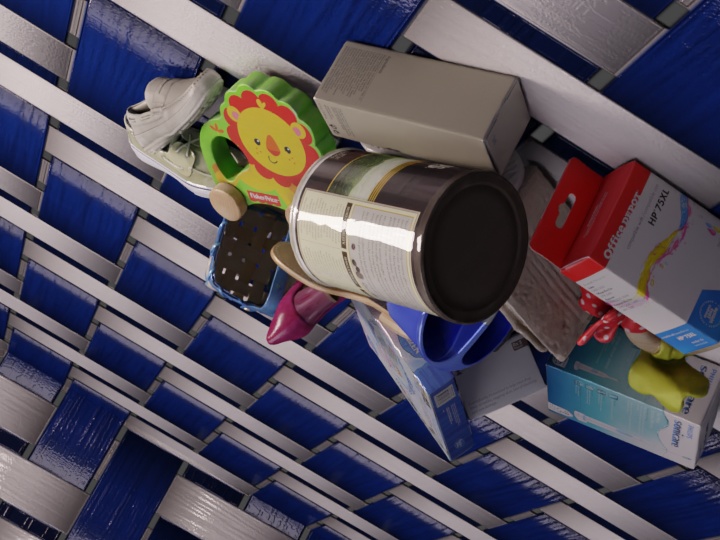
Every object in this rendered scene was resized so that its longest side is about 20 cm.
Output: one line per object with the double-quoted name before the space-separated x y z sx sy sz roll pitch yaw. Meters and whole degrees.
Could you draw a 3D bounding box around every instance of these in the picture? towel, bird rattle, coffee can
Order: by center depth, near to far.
"coffee can" 0.045 -0.038 1.530 0.199 0.147 0.146 14 156 47
"towel" 0.194 -0.004 1.644 0.034 0.133 0.200 16 155 47
"bird rattle" 0.326 0.047 1.652 0.162 0.113 0.200 -22 130 25

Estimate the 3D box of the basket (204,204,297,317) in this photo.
"basket" -0.112 -0.032 1.934 0.138 0.178 0.200 22 171 -14

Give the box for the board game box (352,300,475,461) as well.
"board game box" 0.060 0.109 1.879 0.200 0.043 0.200 54 172 29

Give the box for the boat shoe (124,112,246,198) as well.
"boat shoe" -0.219 -0.146 1.935 0.199 0.072 0.062 21 161 27

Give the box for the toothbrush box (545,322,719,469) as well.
"toothbrush box" 0.332 0.146 1.878 0.199 0.086 0.147 22 158 20

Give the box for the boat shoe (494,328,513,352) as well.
"boat shoe" 0.093 0.038 1.831 0.199 0.067 0.070 27 165 20

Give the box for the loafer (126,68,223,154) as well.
"loafer" -0.224 -0.197 1.823 0.070 0.070 0.200 50 146 -9

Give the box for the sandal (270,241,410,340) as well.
"sandal" 0.002 -0.003 1.770 0.211 0.078 0.070 30 124 9

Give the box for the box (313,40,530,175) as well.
"box" 0.060 -0.161 1.526 0.199 0.083 0.069 19 157 29

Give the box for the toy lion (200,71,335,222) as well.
"toy lion" -0.107 -0.140 1.764 0.199 0.069 0.193 12 136 38

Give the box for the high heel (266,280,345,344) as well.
"high heel" -0.068 0.035 1.877 0.068 0.096 0.200 53 -171 -2

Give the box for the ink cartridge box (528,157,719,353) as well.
"ink cartridge box" 0.278 -0.022 1.514 0.199 0.117 0.067 32 160 -11

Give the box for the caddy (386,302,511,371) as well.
"caddy" 0.119 0.012 1.678 0.141 0.201 0.105 7 -156 -42

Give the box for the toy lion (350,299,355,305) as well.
"toy lion" 0.065 0.000 1.936 0.199 0.069 0.192 25 151 10

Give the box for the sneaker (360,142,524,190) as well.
"sneaker" 0.095 -0.115 1.616 0.199 0.074 0.082 25 169 34

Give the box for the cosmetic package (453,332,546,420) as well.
"cosmetic package" 0.155 0.140 1.982 0.200 0.112 0.082 135 112 -83

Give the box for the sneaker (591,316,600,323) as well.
"sneaker" 0.198 0.014 1.781 0.199 0.060 0.104 9 152 43
